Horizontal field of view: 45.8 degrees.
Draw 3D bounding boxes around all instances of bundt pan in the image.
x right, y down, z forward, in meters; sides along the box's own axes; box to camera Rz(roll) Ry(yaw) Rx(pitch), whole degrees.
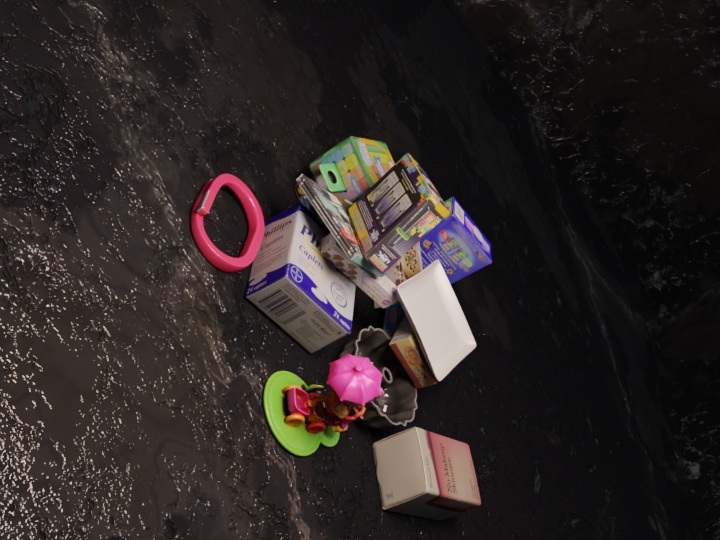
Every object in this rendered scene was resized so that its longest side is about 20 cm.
[{"bbox_3d":[0.025,0.216,1.652,0.201,0.075,0.205,39,36,-36],"label":"bundt pan"}]

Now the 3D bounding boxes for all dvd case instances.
[{"bbox_3d":[-0.033,-0.082,1.579,0.201,0.022,0.146,57,13,24],"label":"dvd case"}]

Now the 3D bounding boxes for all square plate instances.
[{"bbox_3d":[0.149,0.097,1.705,0.199,0.028,0.201,-29,96,-56],"label":"square plate"}]

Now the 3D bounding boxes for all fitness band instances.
[{"bbox_3d":[-0.235,-0.085,1.522,0.144,0.037,0.202,51,31,-26],"label":"fitness band"}]

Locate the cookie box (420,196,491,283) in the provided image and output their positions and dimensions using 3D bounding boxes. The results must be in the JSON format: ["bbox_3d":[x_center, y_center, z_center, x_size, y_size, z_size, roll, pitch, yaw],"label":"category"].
[{"bbox_3d":[0.184,-0.052,2.018,0.171,0.198,0.076,47,30,-27],"label":"cookie box"}]

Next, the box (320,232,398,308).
[{"bbox_3d":[0.000,0.000,1.618,0.200,0.038,0.042,43,34,-35],"label":"box"}]

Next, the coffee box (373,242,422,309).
[{"bbox_3d":[0.079,-0.019,1.894,0.112,0.079,0.204,6,75,-57],"label":"coffee box"}]

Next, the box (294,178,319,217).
[{"bbox_3d":[-0.054,-0.125,1.850,0.199,0.039,0.139,-2,69,-59],"label":"box"}]

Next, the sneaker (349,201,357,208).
[{"bbox_3d":[0.040,-0.111,1.749,0.199,0.073,0.084,5,66,-68],"label":"sneaker"}]

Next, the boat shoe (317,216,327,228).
[{"bbox_3d":[-0.059,-0.082,1.690,0.196,0.071,0.071,17,71,-8],"label":"boat shoe"}]

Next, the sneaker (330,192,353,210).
[{"bbox_3d":[-0.016,-0.072,1.757,0.200,0.066,0.091,42,31,-41],"label":"sneaker"}]

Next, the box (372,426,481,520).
[{"bbox_3d":[0.129,0.394,1.641,0.199,0.108,0.130,27,44,-47],"label":"box"}]

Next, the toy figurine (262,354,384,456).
[{"bbox_3d":[-0.033,0.218,1.441,0.199,0.182,0.153,32,40,-44],"label":"toy figurine"}]

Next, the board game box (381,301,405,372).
[{"bbox_3d":[0.109,0.146,1.827,0.199,0.036,0.155,7,89,-58],"label":"board game box"}]

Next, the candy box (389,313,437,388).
[{"bbox_3d":[0.136,0.131,1.744,0.116,0.055,0.201,57,35,-19],"label":"candy box"}]

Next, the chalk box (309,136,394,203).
[{"bbox_3d":[-0.015,-0.198,1.804,0.199,0.123,0.126,-6,70,-60],"label":"chalk box"}]

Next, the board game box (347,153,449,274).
[{"bbox_3d":[0.065,-0.108,1.564,0.057,0.165,0.201,40,15,-26],"label":"board game box"}]

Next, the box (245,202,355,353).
[{"bbox_3d":[-0.103,0.012,1.583,0.184,0.104,0.202,44,33,-32],"label":"box"}]
